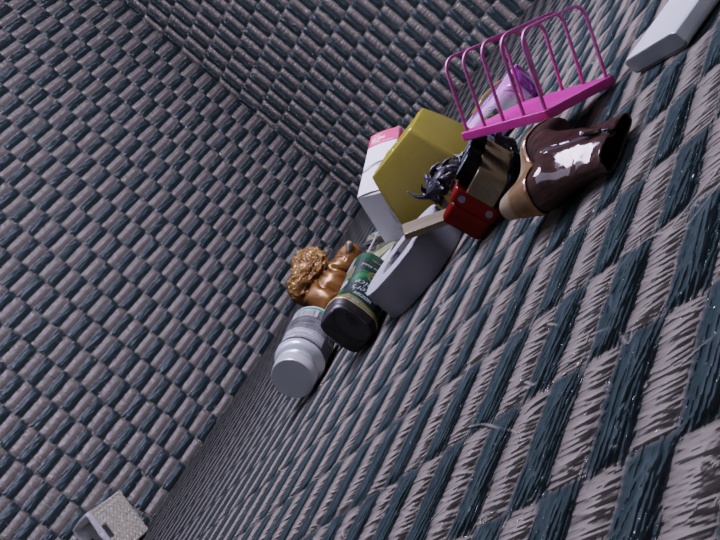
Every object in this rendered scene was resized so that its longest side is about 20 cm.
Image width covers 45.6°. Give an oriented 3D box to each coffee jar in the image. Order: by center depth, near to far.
[{"bbox_3d":[0.000,0.060,1.617,0.086,0.103,0.201,-51,6,39],"label":"coffee jar"}]

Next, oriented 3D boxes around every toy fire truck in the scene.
[{"bbox_3d":[0.155,-0.103,1.343,0.203,0.127,0.177,-63,1,27],"label":"toy fire truck"}]

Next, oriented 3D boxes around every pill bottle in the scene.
[{"bbox_3d":[-0.120,0.174,1.838,0.113,0.112,0.201,-49,10,30],"label":"pill bottle"}]

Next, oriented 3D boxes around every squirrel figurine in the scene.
[{"bbox_3d":[-0.075,0.010,2.047,0.142,0.197,0.190,116,179,-83],"label":"squirrel figurine"}]

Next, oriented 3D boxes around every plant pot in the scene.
[{"bbox_3d":[0.139,-0.199,1.693,0.201,0.175,0.201,-49,6,30],"label":"plant pot"}]

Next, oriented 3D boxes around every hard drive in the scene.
[{"bbox_3d":[0.415,-0.343,1.052,0.202,0.026,0.132,-54,5,-6],"label":"hard drive"}]

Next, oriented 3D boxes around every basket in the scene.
[{"bbox_3d":[-0.901,0.940,3.089,0.160,0.199,0.200,-34,-8,-46],"label":"basket"}]

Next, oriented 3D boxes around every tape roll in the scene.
[{"bbox_3d":[0.093,-0.016,1.509,0.202,0.066,0.200,-53,5,7],"label":"tape roll"}]

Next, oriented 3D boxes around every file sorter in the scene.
[{"bbox_3d":[0.233,-0.284,1.232,0.137,0.128,0.199,-28,12,-25],"label":"file sorter"}]

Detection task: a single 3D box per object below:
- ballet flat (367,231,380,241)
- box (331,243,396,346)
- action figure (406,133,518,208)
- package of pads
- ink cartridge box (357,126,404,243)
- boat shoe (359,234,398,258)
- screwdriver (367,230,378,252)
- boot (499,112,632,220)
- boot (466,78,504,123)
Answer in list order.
[{"bbox_3d":[0.069,-0.073,2.088,0.199,0.067,0.077,-31,41,61],"label":"ballet flat"},{"bbox_3d":[0.016,0.052,1.856,0.156,0.041,0.201,-48,6,43],"label":"box"},{"bbox_3d":[0.182,-0.159,1.475,0.198,0.103,0.119,-35,11,0],"label":"action figure"},{"bbox_3d":[0.280,-0.320,1.779,0.201,0.075,0.121,-49,8,34],"label":"package of pads"},{"bbox_3d":[0.071,-0.186,1.860,0.081,0.147,0.203,-13,43,26],"label":"ink cartridge box"},{"bbox_3d":[0.076,-0.085,1.921,0.199,0.065,0.073,-38,-6,20],"label":"boat shoe"},{"bbox_3d":[0.000,0.000,1.888,0.029,0.028,0.203,24,80,38],"label":"screwdriver"},{"bbox_3d":[0.260,-0.144,1.026,0.165,0.072,0.201,-28,22,48],"label":"boot"},{"bbox_3d":[0.282,-0.356,2.011,0.203,0.070,0.144,-58,8,4],"label":"boot"}]
